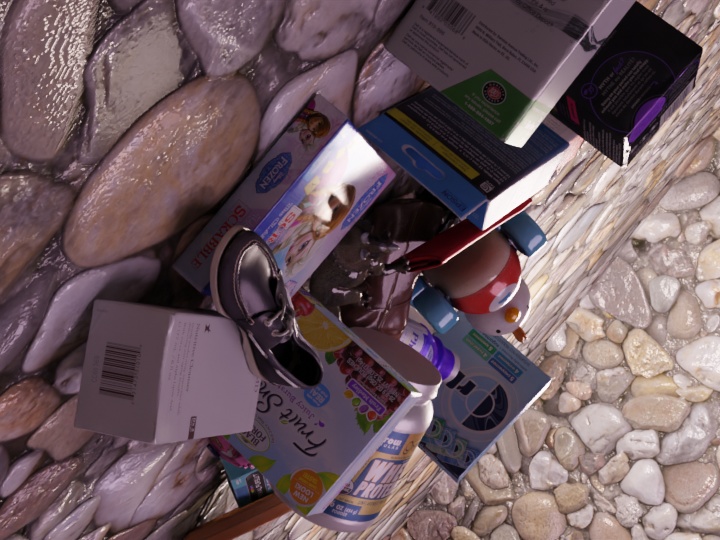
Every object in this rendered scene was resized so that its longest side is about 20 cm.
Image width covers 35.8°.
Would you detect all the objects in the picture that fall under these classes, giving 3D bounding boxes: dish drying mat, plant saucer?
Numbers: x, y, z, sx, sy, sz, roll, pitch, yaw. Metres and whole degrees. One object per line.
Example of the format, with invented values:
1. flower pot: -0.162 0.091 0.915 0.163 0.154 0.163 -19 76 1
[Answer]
1. dish drying mat: 0.120 -0.041 1.288 0.077 0.018 0.200 -13 -168 43
2. plant saucer: -0.169 0.355 1.591 0.200 0.032 0.200 -24 173 -3

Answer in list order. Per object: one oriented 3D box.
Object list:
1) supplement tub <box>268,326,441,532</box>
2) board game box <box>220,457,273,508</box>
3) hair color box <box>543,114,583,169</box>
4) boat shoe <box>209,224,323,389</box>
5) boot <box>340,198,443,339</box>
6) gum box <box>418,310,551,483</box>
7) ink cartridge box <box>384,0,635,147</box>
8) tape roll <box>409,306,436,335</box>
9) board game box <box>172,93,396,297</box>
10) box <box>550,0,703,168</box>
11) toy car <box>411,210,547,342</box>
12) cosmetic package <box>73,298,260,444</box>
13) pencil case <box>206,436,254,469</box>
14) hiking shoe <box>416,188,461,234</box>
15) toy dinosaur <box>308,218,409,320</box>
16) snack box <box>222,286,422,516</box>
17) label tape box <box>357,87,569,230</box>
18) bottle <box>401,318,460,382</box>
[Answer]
1. supplement tub: -0.006 0.180 1.275 0.200 0.145 0.145 -63 160 15
2. board game box: -0.088 0.248 1.529 0.200 0.047 0.151 -23 157 -12
3. hair color box: 0.168 -0.145 1.308 0.200 0.111 0.064 -34 158 -38
4. boat shoe: -0.075 0.037 0.974 0.073 0.063 0.200 -53 149 -28
5. boot: 0.000 0.000 1.298 0.186 0.064 0.200 -5 125 -38
6. gum box: 0.146 0.176 1.614 0.200 0.170 0.045 -44 163 -15
7. ink cartridge box: 0.142 -0.233 0.989 0.200 0.147 0.083 -52 165 14
8. tape roll: 0.032 0.145 1.679 0.202 0.071 0.202 -43 162 -18
9. board game box: -0.063 -0.051 1.053 0.200 0.041 0.200 -49 164 3
10. box: 0.231 -0.220 1.143 0.122 0.200 0.106 -48 163 -1
11. toy car: 0.177 0.032 1.491 0.184 0.200 0.177 -42 -152 -1
12. cosmetic package: -0.159 0.088 0.983 0.200 0.081 0.113 9 90 -70
13. pencil case: -0.107 0.178 1.374 0.200 0.083 0.087 -19 136 -62
14. hiking shoe: 0.117 -0.079 1.386 0.200 0.076 0.101 -46 167 -5
15. toy dinosaur: -0.015 0.002 1.217 0.102 0.077 0.200 1 146 -39
16. snack box: -0.066 0.127 1.165 0.169 0.200 0.068 -49 163 4
17. label tape box: 0.100 -0.116 1.141 0.200 0.143 0.066 -34 158 -40
18. bottle: 0.058 0.107 1.524 0.200 0.065 0.084 26 96 -42
